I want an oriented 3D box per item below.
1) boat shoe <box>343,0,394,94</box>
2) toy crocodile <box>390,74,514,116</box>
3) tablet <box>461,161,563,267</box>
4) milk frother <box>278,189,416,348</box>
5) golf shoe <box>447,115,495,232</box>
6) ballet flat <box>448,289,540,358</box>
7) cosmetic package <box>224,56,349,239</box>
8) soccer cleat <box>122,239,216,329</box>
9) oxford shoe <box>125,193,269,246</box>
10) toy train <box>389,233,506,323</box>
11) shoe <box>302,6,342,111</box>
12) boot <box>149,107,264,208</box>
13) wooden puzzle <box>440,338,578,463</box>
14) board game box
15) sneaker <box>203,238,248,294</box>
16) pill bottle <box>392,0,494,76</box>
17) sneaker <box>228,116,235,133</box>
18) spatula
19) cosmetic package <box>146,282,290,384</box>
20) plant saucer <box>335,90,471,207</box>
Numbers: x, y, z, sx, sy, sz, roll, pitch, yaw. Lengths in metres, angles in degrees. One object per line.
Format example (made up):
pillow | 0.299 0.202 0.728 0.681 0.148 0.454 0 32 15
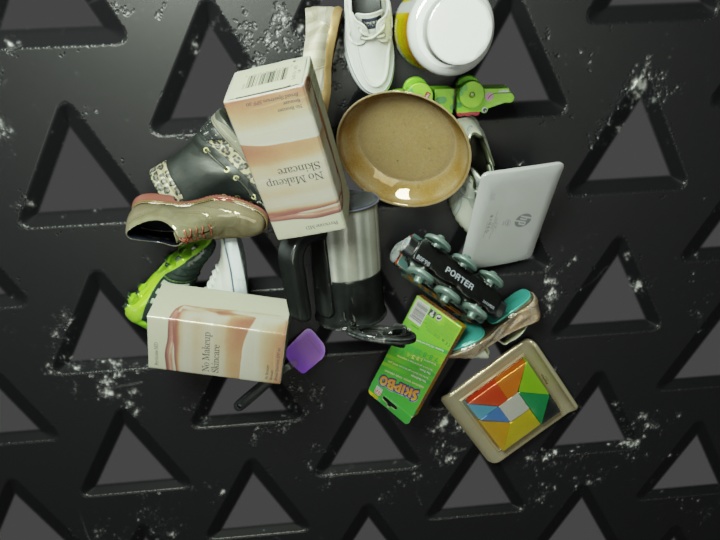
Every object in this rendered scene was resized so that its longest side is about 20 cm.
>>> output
boat shoe | 0.008 -0.341 0.834 0.073 0.065 0.202 -13 110 -1
toy crocodile | 0.122 -0.246 0.884 0.197 0.068 0.063 -3 115 -2
tablet | 0.227 -0.078 0.931 0.128 0.014 0.201 -9 140 -11
milk frother | 0.000 0.000 0.889 0.198 0.180 0.190 8 116 28
golf shoe | 0.172 -0.128 0.918 0.077 0.097 0.202 -20 113 1
ballet flat | 0.218 0.109 1.032 0.199 0.068 0.068 -30 118 9
cosmetic package | -0.085 -0.149 0.769 0.102 0.088 0.201 -10 130 10
soccer cleat | -0.286 0.020 0.958 0.199 0.068 0.081 -39 120 16
oxford shoe | -0.229 -0.059 0.860 0.197 0.075 0.071 1 133 1
toy train | 0.135 0.015 0.962 0.199 0.114 0.086 33 76 -13
shoe | -0.065 -0.266 0.841 0.053 0.070 0.203 10 85 -8
boot | -0.196 -0.116 0.908 0.153 0.074 0.204 -31 113 13
wooden puzzle | 0.272 0.244 1.103 0.199 0.037 0.186 -35 110 9
board game box | 0.091 0.152 1.029 0.095 0.030 0.202 35 107 27
sneaker | -0.212 0.027 0.957 0.070 0.073 0.203 -4 112 -7
pill bottle | 0.106 -0.311 0.784 0.108 0.200 0.111 -2 112 -4
sneaker | -0.113 -0.183 0.864 0.070 0.109 0.200 -39 110 11
spatula | -0.144 0.180 1.049 0.199 0.021 0.057 -40 97 13
cosmetic package | -0.208 0.094 0.912 0.197 0.088 0.104 7 123 -4
plant saucer | 0.064 -0.179 0.883 0.198 0.036 0.202 12 139 10
